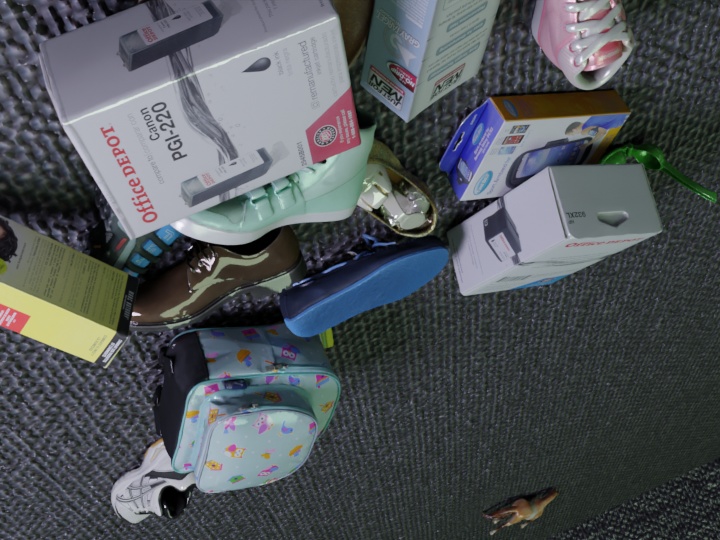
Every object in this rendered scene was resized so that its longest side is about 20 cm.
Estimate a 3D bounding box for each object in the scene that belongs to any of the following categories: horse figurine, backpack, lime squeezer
[{"bbox_3d":[0.377,0.571,2.216,0.199,0.050,0.133,9,135,-45],"label":"horse figurine"},{"bbox_3d":[-0.120,0.151,1.079,0.198,0.154,0.177,-11,137,-31],"label":"backpack"},{"bbox_3d":[0.318,-0.117,1.120,0.197,0.072,0.038,3,174,9],"label":"lime squeezer"}]

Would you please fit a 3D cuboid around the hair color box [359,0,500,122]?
[{"bbox_3d":[0.064,-0.224,0.730,0.099,0.061,0.201,-37,157,-31],"label":"hair color box"}]

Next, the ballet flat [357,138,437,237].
[{"bbox_3d":[0.019,-0.082,0.936,0.070,0.071,0.199,-37,148,18],"label":"ballet flat"}]

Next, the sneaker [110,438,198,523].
[{"bbox_3d":[-0.278,0.306,1.275,0.075,0.088,0.200,0,142,-40],"label":"sneaker"}]

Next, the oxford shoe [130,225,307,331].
[{"bbox_3d":[-0.157,-0.003,0.932,0.198,0.073,0.085,-23,133,-9],"label":"oxford shoe"}]

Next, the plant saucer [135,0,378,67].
[{"bbox_3d":[-0.083,-0.194,0.717,0.198,0.037,0.201,-19,149,-12],"label":"plant saucer"}]

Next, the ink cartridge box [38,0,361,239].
[{"bbox_3d":[-0.109,-0.125,0.683,0.198,0.085,0.146,-22,149,-5],"label":"ink cartridge box"}]

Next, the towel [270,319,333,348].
[{"bbox_3d":[-0.129,0.097,1.145,0.198,0.018,0.087,-20,143,-10],"label":"towel"}]

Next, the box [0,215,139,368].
[{"bbox_3d":[-0.280,0.004,0.756,0.199,0.076,0.050,27,126,-26],"label":"box"}]

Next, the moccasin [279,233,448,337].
[{"bbox_3d":[0.000,0.000,1.047,0.198,0.069,0.081,-21,142,-12],"label":"moccasin"}]

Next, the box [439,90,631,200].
[{"bbox_3d":[0.182,-0.133,1.009,0.198,0.042,0.120,-11,146,-29],"label":"box"}]

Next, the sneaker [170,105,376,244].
[{"bbox_3d":[-0.073,-0.095,0.795,0.199,0.074,0.119,-15,138,-39],"label":"sneaker"}]

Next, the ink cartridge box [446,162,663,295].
[{"bbox_3d":[0.214,-0.045,1.062,0.143,0.085,0.200,-5,165,-30],"label":"ink cartridge box"}]

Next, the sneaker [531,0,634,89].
[{"bbox_3d":[0.195,-0.238,0.798,0.075,0.105,0.201,-21,148,-5],"label":"sneaker"}]

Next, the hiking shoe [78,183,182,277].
[{"bbox_3d":[-0.200,-0.022,0.848,0.086,0.075,0.201,-4,143,-32],"label":"hiking shoe"}]
